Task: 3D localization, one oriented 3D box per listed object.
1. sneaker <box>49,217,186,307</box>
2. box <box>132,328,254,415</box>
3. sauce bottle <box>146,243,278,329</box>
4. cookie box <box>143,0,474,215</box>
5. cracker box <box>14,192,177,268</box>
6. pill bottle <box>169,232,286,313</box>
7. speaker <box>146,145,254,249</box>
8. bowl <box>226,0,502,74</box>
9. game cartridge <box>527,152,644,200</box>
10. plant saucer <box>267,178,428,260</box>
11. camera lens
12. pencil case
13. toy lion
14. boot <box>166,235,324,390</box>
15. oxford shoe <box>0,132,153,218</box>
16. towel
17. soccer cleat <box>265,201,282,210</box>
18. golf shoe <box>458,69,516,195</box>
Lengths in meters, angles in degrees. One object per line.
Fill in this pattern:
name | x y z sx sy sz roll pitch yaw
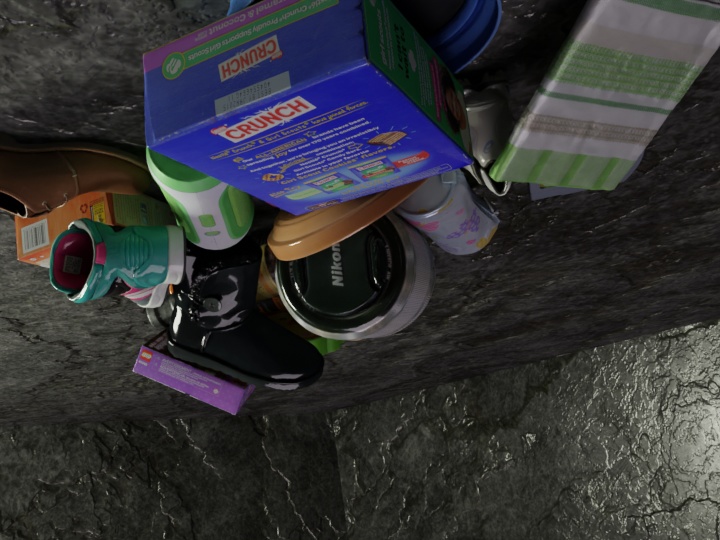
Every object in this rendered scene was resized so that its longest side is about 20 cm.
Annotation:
sneaker | -0.255 -0.001 0.830 0.120 0.084 0.200 2 166 -23
box | -0.195 0.113 1.061 0.137 0.039 0.200 23 -168 1
sauce bottle | -0.173 0.025 1.005 0.200 0.066 0.066 -23 161 18
cookie box | -0.029 -0.117 0.594 0.171 0.075 0.200 -15 164 23
cracker box | -0.277 -0.035 0.945 0.134 0.058 0.200 -17 164 20
pill bottle | -0.153 0.009 1.087 0.199 0.107 0.106 -11 165 11
speaker | -0.150 -0.083 0.784 0.088 0.089 0.200 -7 165 -5
bowl | 0.000 -0.183 0.589 0.200 0.040 0.201 -8 165 -2
game cartridge | 0.253 -0.133 0.923 0.133 0.041 0.200 -15 164 11
plant saucer | -0.007 -0.081 0.780 0.200 0.032 0.200 -31 -162 11
camera lens | 0.000 0.000 0.952 0.159 0.161 0.200 -12 174 14
pencil case | 0.099 -0.077 0.947 0.090 0.083 0.200 5 171 25
toy lion | -0.095 0.073 1.116 0.200 0.069 0.191 12 -158 42
boot | -0.128 0.045 0.930 0.199 0.077 0.168 15 129 0
oxford shoe | -0.289 -0.080 0.754 0.199 0.072 0.071 0 162 -33
towel | 0.208 -0.153 0.683 0.149 0.031 0.200 3 135 -27
soccer cleat | -0.014 -0.127 0.755 0.200 0.069 0.085 -32 -161 19
golf shoe | 0.124 -0.113 0.807 0.078 0.098 0.200 -13 166 13
